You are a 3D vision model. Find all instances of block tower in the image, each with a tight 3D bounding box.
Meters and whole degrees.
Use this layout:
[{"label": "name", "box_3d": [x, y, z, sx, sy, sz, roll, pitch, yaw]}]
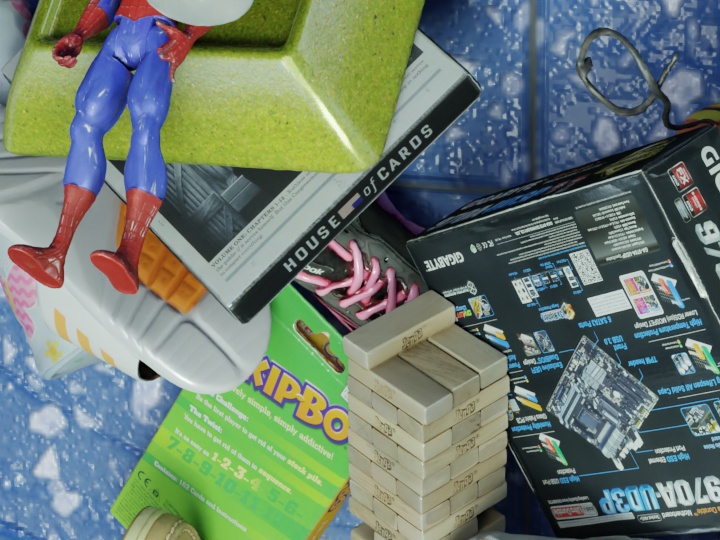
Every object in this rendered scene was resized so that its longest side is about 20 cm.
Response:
[{"label": "block tower", "box_3d": [0.031, 0.112, 1.224, 0.058, 0.054, 0.201, 32, 137, 40]}]

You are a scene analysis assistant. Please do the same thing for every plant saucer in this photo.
[{"label": "plant saucer", "box_3d": [-0.064, -0.147, 1.221, 0.199, 0.048, 0.201, 4, 66, 27]}]

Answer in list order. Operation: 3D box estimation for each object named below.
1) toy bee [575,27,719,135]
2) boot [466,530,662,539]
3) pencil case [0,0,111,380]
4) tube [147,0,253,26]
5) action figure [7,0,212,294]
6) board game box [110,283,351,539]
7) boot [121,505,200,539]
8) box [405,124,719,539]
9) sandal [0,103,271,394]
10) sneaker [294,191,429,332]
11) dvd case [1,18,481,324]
[{"label": "toy bee", "box_3d": [0.166, -0.025, 1.160, 0.131, 0.108, 0.201, 41, 146, 30]}, {"label": "boot", "box_3d": [0.105, 0.146, 1.132, 0.200, 0.095, 0.074, -19, 61, 55]}, {"label": "pencil case", "box_3d": [-0.166, -0.045, 1.330, 0.201, 0.083, 0.091, 60, 158, 6]}, {"label": "tube", "box_3d": [-0.054, -0.197, 1.157, 0.077, 0.050, 0.201, -14, 48, 30]}, {"label": "action figure", "box_3d": [-0.096, -0.090, 1.149, 0.065, 0.052, 0.201, 1, 62, 29]}, {"label": "board game box", "box_3d": [-0.049, 0.088, 1.298, 0.096, 0.030, 0.200, 45, 134, 14]}, {"label": "boot", "box_3d": [-0.038, 0.208, 1.293, 0.155, 0.073, 0.201, 9, 125, 25]}, {"label": "box", "box_3d": [0.115, 0.033, 1.134, 0.160, 0.046, 0.200, 62, 152, -6]}, {"label": "sandal", "box_3d": [-0.126, -0.005, 1.258, 0.206, 0.079, 0.059, 38, 141, 19]}, {"label": "sneaker", "box_3d": [0.000, 0.000, 1.248, 0.200, 0.095, 0.079, 44, 112, 13]}, {"label": "dvd case", "box_3d": [-0.059, -0.087, 1.231, 0.150, 0.025, 0.200, -44, 55, -2]}]
